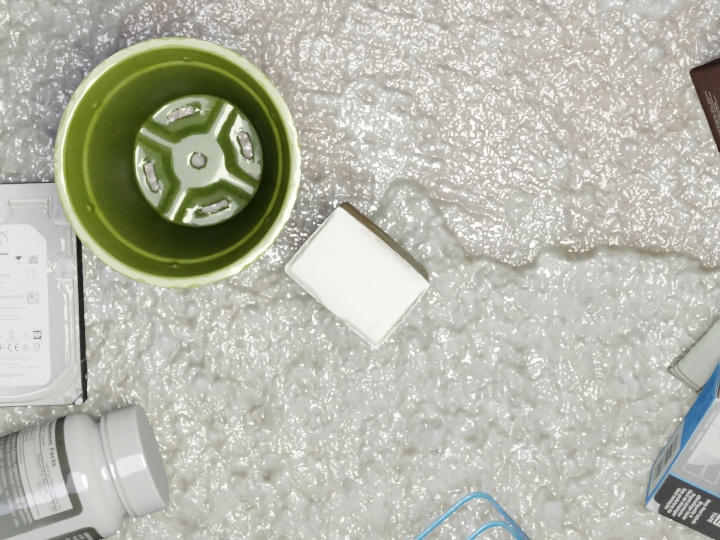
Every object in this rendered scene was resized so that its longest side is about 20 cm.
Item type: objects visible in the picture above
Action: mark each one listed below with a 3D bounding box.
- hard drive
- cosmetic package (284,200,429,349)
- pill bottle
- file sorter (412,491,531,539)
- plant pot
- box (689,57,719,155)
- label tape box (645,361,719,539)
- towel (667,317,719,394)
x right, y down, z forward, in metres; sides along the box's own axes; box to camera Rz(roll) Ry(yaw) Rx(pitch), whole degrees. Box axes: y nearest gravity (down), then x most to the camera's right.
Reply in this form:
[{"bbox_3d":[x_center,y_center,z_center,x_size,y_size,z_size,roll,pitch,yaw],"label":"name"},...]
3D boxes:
[{"bbox_3d":[-0.317,0.022,1.664,0.139,0.038,0.201,-1,93,0],"label":"hard drive"},{"bbox_3d":[0.000,0.000,1.578,0.105,0.200,0.071,41,93,-3],"label":"cosmetic package"},{"bbox_3d":[-0.276,0.193,1.637,0.199,0.114,0.115,-18,93,1],"label":"pill bottle"},{"bbox_3d":[0.117,0.306,1.581,0.139,0.200,0.123,-41,120,3],"label":"file sorter"},{"bbox_3d":[-0.144,-0.092,1.578,0.199,0.190,0.201,0,94,1],"label":"plant pot"},{"bbox_3d":[0.395,-0.125,1.566,0.165,0.200,0.165,-21,93,3],"label":"box"},{"bbox_3d":[0.371,0.183,1.624,0.199,0.063,0.145,24,127,0],"label":"label tape box"},{"bbox_3d":[0.392,0.087,1.606,0.192,0.035,0.200,34,135,-2],"label":"towel"}]
